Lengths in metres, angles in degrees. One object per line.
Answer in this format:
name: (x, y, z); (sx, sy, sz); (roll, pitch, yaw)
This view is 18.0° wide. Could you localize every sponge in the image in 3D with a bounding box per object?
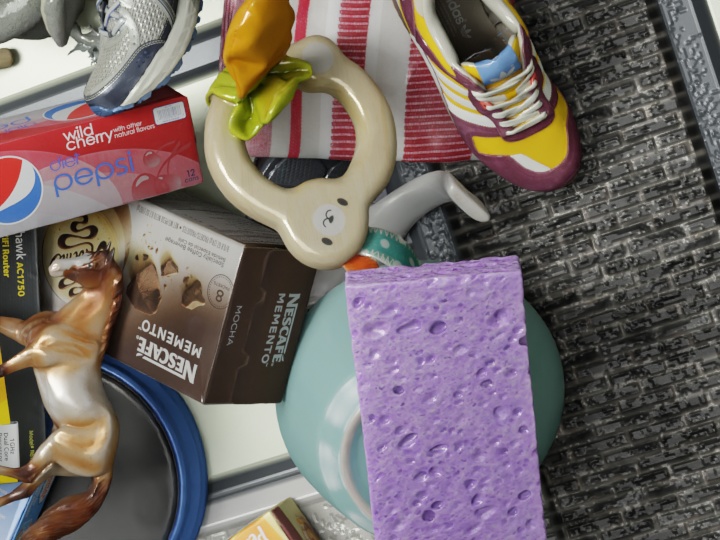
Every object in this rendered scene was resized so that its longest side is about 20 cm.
sponge: (0.055, 0.092, 1.443); (0.112, 0.030, 0.200); (-6, 110, 0)

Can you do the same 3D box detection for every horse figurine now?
horse figurine: (-0.209, 0.090, 1.512); (0.132, 0.050, 0.200); (-12, 97, -11)

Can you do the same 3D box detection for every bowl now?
bowl: (0.042, 0.103, 1.518); (0.201, 0.105, 0.201); (0, 109, -1)
bowl: (-0.211, 0.152, 1.652); (0.201, 0.039, 0.201); (2, 97, 14)

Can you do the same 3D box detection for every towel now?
towel: (0.004, -0.143, 1.521); (0.200, 0.023, 0.144); (1, 106, -13)

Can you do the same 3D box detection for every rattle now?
rattle: (-0.014, -0.066, 1.426); (0.143, 0.130, 0.200); (-44, 64, 57)

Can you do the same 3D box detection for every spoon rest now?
spoon rest: (0.000, 0.000, 1.569); (0.200, 0.061, 0.099); (-39, 120, 17)

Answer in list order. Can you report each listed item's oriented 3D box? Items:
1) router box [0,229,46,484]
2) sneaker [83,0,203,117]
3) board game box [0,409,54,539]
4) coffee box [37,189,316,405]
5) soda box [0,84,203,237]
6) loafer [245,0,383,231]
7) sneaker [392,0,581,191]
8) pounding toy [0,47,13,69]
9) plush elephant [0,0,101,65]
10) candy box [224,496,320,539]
router box: (-0.293, 0.047, 1.535); (0.149, 0.051, 0.200); (-4, 93, -29)
sneaker: (-0.146, -0.195, 1.469); (0.077, 0.085, 0.200); (-7, 57, 52)
board game box: (-0.304, 0.155, 1.634); (0.151, 0.037, 0.200); (27, 102, 14)
coffee box: (-0.135, 0.006, 1.555); (0.200, 0.080, 0.113); (25, 104, 37)
soda box: (-0.210, -0.068, 1.486); (0.200, 0.070, 0.063); (-16, 110, -19)
loafer: (-0.034, -0.097, 1.576); (0.072, 0.063, 0.200); (13, 106, -20)
sneaker: (0.087, -0.124, 1.489); (0.075, 0.090, 0.200); (-37, 112, 1)
pounding toy: (-0.386, -0.109, 1.603); (0.200, 0.184, 0.142); (24, 114, 10)
plush elephant: (-0.218, -0.226, 1.540); (0.200, 0.165, 0.155); (29, 143, -7)
candy box: (-0.101, 0.266, 1.630); (0.200, 0.055, 0.115); (-36, 87, 15)
